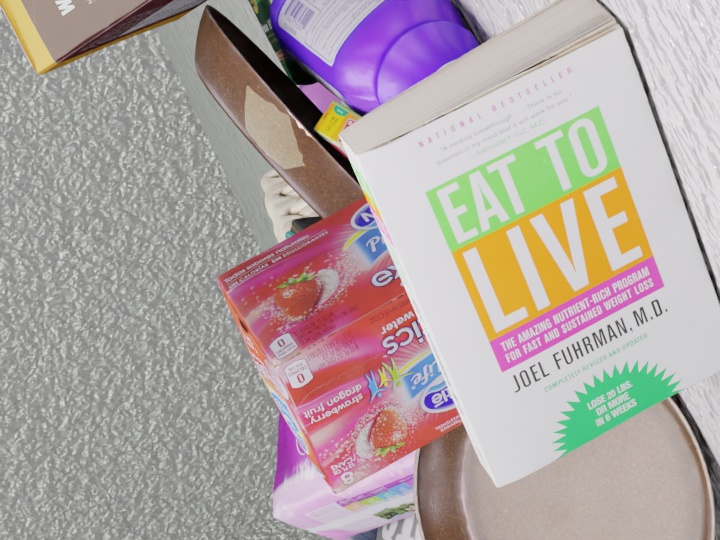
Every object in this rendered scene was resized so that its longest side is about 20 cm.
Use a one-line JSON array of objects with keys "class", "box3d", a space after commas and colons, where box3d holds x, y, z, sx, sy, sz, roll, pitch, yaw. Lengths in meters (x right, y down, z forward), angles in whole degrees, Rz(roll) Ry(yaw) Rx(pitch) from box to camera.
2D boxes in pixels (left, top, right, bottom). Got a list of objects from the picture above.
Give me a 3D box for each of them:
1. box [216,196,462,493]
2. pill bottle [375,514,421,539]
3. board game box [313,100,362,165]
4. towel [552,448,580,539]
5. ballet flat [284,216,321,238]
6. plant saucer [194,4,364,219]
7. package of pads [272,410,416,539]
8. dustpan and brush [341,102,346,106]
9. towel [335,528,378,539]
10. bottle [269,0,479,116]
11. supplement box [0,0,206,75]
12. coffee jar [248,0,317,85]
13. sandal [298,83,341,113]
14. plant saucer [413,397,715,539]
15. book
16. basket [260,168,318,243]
[{"class": "box", "box3d": [0.039, 0.014, 1.430, 0.096, 0.199, 0.100, 52, 170, 52]}, {"class": "pill bottle", "box3d": [0.073, 0.153, 1.792, 0.114, 0.113, 0.201, 158, 124, -85]}, {"class": "board game box", "box3d": [0.056, -0.029, 1.575, 0.095, 0.030, 0.200, 34, 178, 38]}, {"class": "towel", "box3d": [0.120, 0.137, 1.641, 0.145, 0.024, 0.201, -103, 17, -77]}, {"class": "ballet flat", "box3d": [0.000, 0.000, 1.716, 0.068, 0.068, 0.200, 60, 180, -18]}, {"class": "plant saucer", "box3d": [-0.034, -0.075, 1.617, 0.200, 0.034, 0.200, 46, -174, -6]}, {"class": "package of pads", "box3d": [0.029, 0.089, 1.713, 0.075, 0.200, 0.121, 22, -120, -33]}, {"class": "dustpan and brush", "box3d": [0.035, -0.093, 1.682, 0.140, 0.057, 0.200, 64, 175, -21]}, {"class": "towel", "box3d": [0.033, 0.167, 1.857, 0.024, 0.201, 0.147, 11, 162, 34]}, {"class": "bottle", "box3d": [0.019, -0.126, 1.537, 0.065, 0.084, 0.200, 48, 177, -34]}, {"class": "supplement box", "box3d": [-0.138, -0.256, 1.602, 0.200, 0.133, 0.198, -27, 91, 43]}, {"class": "coffee jar", "box3d": [-0.049, -0.221, 1.710, 0.201, 0.085, 0.104, 63, 174, -4]}, {"class": "sandal", "box3d": [0.033, -0.059, 1.780, 0.203, 0.082, 0.050, 49, -175, 4]}, {"class": "plant saucer", "box3d": [0.120, 0.132, 1.545, 0.032, 0.200, 0.201, -13, -110, -55]}, {"class": "book", "box3d": [0.084, -0.010, 1.241, 0.201, 0.133, 0.048, 65, 173, -33]}, {"class": "basket", "box3d": [0.018, -0.002, 1.918, 0.124, 0.135, 0.200, 61, 175, 33]}]
